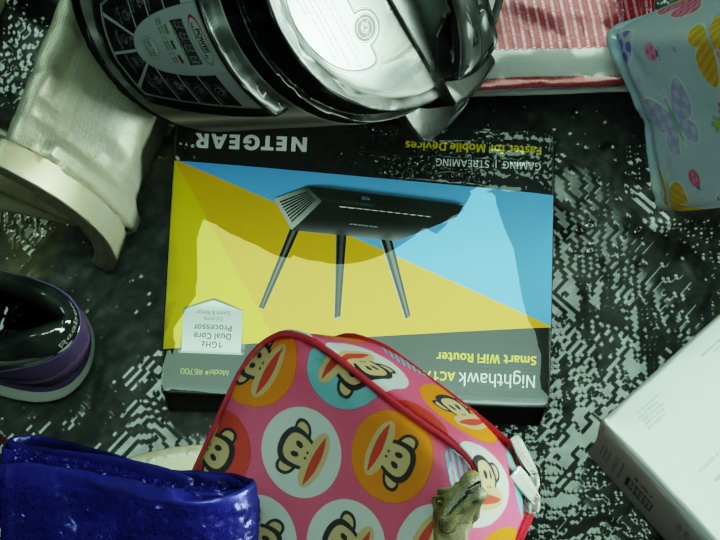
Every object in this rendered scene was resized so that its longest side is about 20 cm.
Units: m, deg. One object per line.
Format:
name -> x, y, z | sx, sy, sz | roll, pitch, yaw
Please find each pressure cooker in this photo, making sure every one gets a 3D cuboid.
pressure cooker -> -0.026, -0.158, 1.340 | 0.175, 0.199, 0.180 | 13, 82, -41

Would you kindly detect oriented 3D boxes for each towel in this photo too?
towel -> -0.115, 0.186, 1.313 | 0.147, 0.049, 0.201 | 8, 104, 33
towel -> 0.079, -0.190, 1.442 | 0.143, 0.023, 0.201 | -2, 79, -2

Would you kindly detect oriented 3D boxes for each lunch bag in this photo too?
lunch bag -> -0.008, 0.145, 1.325 | 0.176, 0.082, 0.201 | 36, 105, 29
lunch bag -> 0.253, -0.113, 1.386 | 0.199, 0.169, 0.128 | -22, 102, -26

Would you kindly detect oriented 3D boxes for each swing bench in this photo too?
swing bench -> -0.184, -0.135, 1.435 | 0.199, 0.130, 0.200 | 17, 72, 6

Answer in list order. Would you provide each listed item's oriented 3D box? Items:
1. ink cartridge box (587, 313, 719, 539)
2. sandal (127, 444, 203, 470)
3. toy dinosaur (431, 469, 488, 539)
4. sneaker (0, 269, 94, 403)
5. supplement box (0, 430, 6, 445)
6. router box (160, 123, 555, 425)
ink cartridge box -> 0.247, 0.084, 1.393 | 0.200, 0.084, 0.176 | -40, 78, -11
sandal -> -0.150, 0.137, 1.384 | 0.210, 0.070, 0.078 | -17, 74, -5
toy dinosaur -> 0.010, 0.184, 1.256 | 0.200, 0.058, 0.101 | -47, 62, 8
sneaker -> -0.237, 0.016, 1.411 | 0.199, 0.088, 0.076 | 4, 73, 2
supplement box -> -0.274, 0.132, 1.350 | 0.061, 0.109, 0.201 | 28, 80, 38
router box -> 0.000, 0.000, 1.434 | 0.198, 0.051, 0.150 | 2, 75, 0
